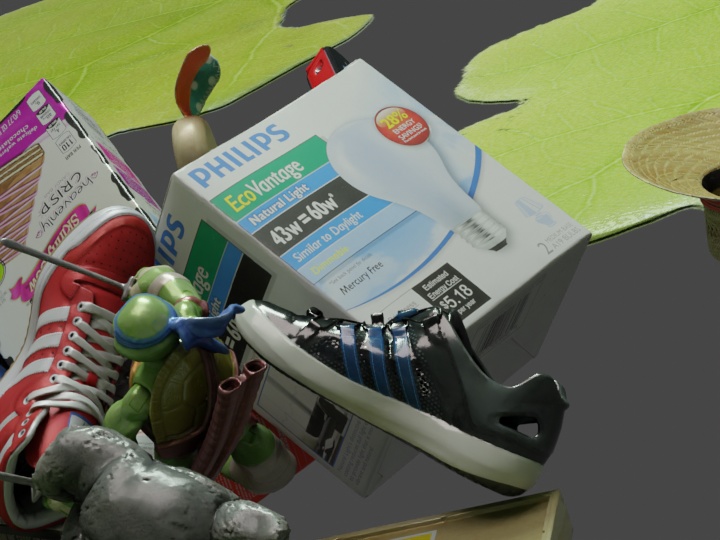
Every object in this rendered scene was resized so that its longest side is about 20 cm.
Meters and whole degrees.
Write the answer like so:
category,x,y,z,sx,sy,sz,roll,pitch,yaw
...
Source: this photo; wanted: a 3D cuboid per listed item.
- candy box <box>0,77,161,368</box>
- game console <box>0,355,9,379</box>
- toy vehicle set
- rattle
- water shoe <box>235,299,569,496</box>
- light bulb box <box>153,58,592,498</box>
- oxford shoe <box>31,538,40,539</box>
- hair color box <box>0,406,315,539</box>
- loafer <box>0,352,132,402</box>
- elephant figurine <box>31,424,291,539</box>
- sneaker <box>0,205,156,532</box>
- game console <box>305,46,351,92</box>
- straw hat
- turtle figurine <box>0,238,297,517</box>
category,x,y,z,sx,sy,sz,roll,pitch,yaw
candy box,-0.205,-0.019,1.708,0.136,0.061,0.200,-45,48,5
game console,-0.267,0.056,1.675,0.031,0.177,0.200,-46,-15,0
toy vehicle set,0.012,0.176,1.368,0.199,0.027,0.124,-13,19,16
rattle,-0.156,-0.060,1.942,0.142,0.201,0.130,-11,19,23
water shoe,0.025,0.052,1.429,0.199,0.079,0.071,28,-2,17
light bulb box,0.000,0.000,1.587,0.200,0.125,0.198,37,44,17
oxford shoe,-0.255,0.191,1.497,0.199,0.085,0.073,-13,20,21
hair color box,-0.130,0.134,1.574,0.101,0.062,0.200,0,25,46
loafer,-0.169,0.053,1.754,0.199,0.070,0.070,15,46,19
elephant figurine,-0.135,0.193,1.305,0.201,0.141,0.155,-61,-9,-9
sneaker,-0.166,0.062,1.500,0.201,0.071,0.112,-62,27,1
game console,0.039,-0.076,1.831,0.031,0.177,0.200,-46,22,12
straw hat,0.271,-0.040,1.655,0.199,0.086,0.201,-5,22,2
turtle figurine,-0.130,0.077,1.442,0.199,0.194,0.145,-17,44,13
